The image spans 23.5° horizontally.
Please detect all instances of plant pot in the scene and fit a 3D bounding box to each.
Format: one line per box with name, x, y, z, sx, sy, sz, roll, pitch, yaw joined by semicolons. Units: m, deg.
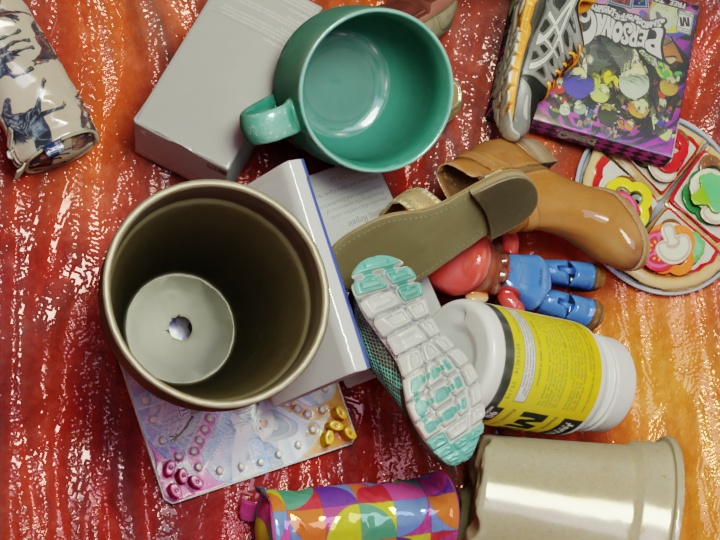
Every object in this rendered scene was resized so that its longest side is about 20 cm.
plant pot;0.188;0.238;1.642;0.183;0.200;0.201;12;74;-4
plant pot;-0.144;0.037;1.551;0.199;0.174;0.201;4;76;-16

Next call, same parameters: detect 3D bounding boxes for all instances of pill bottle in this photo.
pill bottle;0.162;0.097;1.653;0.199;0.114;0.115;12;73;-36

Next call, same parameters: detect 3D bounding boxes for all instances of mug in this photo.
mug;-0.018;-0.175;1.615;0.184;0.114;0.153;13;95;-23

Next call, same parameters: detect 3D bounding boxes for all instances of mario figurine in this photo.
mario figurine;0.142;0.009;1.743;0.199;0.106;0.124;16;30;-23

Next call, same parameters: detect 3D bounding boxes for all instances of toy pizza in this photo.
toy pizza;0.321;-0.074;1.830;0.199;0.032;0.201;4;76;-17

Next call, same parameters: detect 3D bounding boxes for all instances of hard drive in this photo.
hard drive;-0.067;0.014;1.605;0.025;0.132;0.201;-11;80;-41

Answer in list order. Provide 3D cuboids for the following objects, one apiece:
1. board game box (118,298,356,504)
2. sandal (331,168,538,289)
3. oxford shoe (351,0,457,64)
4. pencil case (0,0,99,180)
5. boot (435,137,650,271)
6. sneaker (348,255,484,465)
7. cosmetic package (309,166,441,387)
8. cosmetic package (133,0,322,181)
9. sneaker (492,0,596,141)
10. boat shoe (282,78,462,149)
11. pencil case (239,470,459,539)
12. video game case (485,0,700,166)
board game box;-0.121;0.097;1.651;0.199;0.026;0.201;-16;83;-21
sandal;0.061;-0.046;1.642;0.211;0.070;0.078;-23;120;-4
oxford shoe;0.028;-0.227;1.744;0.200;0.075;0.070;-34;49;-25
pencil case;-0.328;-0.188;1.625;0.089;0.078;0.200;-28;87;-36
boot;0.177;-0.054;1.709;0.200;0.074;0.154;40;32;24
sneaker;0.046;0.086;1.575;0.077;0.091;0.201;-20;79;-23
cosmetic package;0.000;0.000;1.675;0.101;0.074;0.201;-23;86;-36
cosmetic package;-0.128;-0.184;1.676;0.107;0.090;0.200;29;73;4
sneaker;0.186;-0.220;1.755;0.077;0.078;0.201;19;72;-6
boat shoe;0.019;-0.163;1.730;0.199;0.076;0.072;-16;82;-21
pencil case;-0.007;0.235;1.625;0.199;0.088;0.089;-1;78;-18
video game case;0.245;-0.220;1.822;0.199;0.036;0.182;15;73;-4
